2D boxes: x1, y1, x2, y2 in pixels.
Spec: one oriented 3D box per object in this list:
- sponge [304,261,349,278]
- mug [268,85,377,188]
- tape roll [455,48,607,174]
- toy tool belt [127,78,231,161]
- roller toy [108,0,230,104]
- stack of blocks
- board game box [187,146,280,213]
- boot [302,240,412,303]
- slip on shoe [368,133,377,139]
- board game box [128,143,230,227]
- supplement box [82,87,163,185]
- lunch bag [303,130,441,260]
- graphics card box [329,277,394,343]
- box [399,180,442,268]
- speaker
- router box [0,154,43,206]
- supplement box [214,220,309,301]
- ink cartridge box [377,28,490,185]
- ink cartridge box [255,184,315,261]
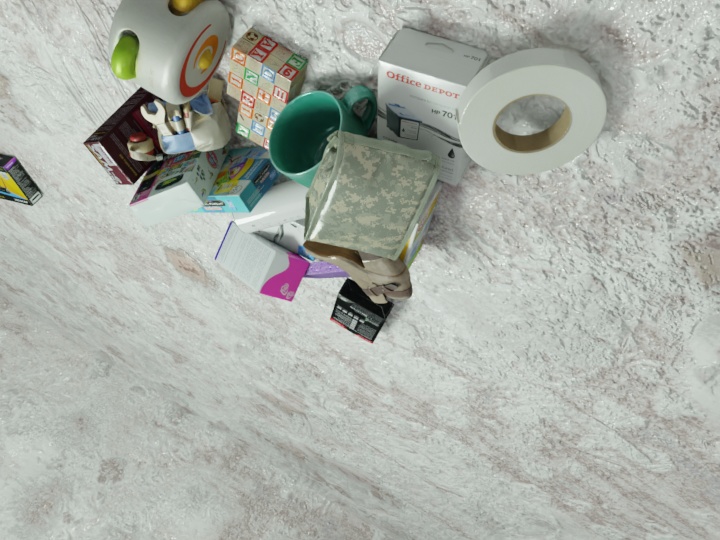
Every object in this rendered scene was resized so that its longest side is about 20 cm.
[{"bbox_3d":[-0.053,-0.003,1.550,0.200,0.030,0.111,-5,172,44],"label":"sponge"},{"bbox_3d":[-0.049,-0.213,1.195,0.185,0.152,0.114,-5,162,33],"label":"mug"},{"bbox_3d":[0.234,-0.213,0.979,0.202,0.037,0.203,0,144,0],"label":"tape roll"},{"bbox_3d":[-0.345,-0.288,1.326,0.125,0.200,0.123,-119,20,-58],"label":"toy tool belt"},{"bbox_3d":[-0.302,-0.376,1.159,0.140,0.200,0.182,30,-176,2],"label":"roller toy"},{"bbox_3d":[-0.171,-0.311,1.251,0.115,0.059,0.200,30,149,3],"label":"stack of blocks"},{"bbox_3d":[-0.261,-0.182,1.420,0.200,0.151,0.047,3,138,38],"label":"board game box"},{"bbox_3d":[0.000,0.000,1.315,0.200,0.070,0.146,7,141,41],"label":"boot"},{"bbox_3d":[0.012,-0.193,1.260,0.061,0.074,0.200,22,157,-40],"label":"slip on shoe"},{"bbox_3d":[-0.355,-0.190,1.404,0.147,0.200,0.064,-16,129,22],"label":"board game box"},{"bbox_3d":[-0.432,-0.273,1.392,0.061,0.200,0.109,4,139,38],"label":"supplement box"},{"bbox_3d":[0.014,-0.128,1.089,0.164,0.118,0.200,12,140,-16],"label":"lunch bag"},{"bbox_3d":[-0.001,0.097,1.658,0.125,0.051,0.200,30,159,5],"label":"graphics card box"},{"bbox_3d":[0.067,-0.086,1.309,0.101,0.113,0.200,27,147,10],"label":"box"},{"bbox_3d":[-0.148,-0.133,1.396,0.200,0.081,0.081,-13,131,21],"label":"speaker"},{"bbox_3d":[-1.041,-0.271,2.063,0.200,0.051,0.149,13,142,29],"label":"router box"},{"bbox_3d":[-0.219,-0.022,1.565,0.101,0.104,0.200,19,-173,-44],"label":"supplement box"},{"bbox_3d":[0.105,-0.245,1.080,0.146,0.086,0.200,22,149,16],"label":"ink cartridge box"},{"bbox_3d":[-0.168,-0.113,1.517,0.200,0.067,0.116,26,149,9],"label":"ink cartridge box"}]
